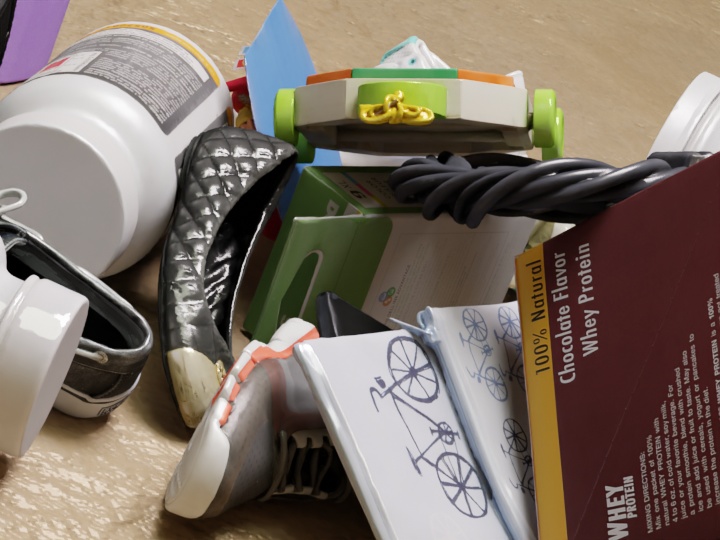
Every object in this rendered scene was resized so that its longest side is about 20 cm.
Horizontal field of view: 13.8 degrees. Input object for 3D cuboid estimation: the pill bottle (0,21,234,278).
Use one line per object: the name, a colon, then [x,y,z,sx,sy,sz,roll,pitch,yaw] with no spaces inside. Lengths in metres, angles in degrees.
pill bottle: [-0.146,-0.061,1.635,0.116,0.116,0.200,24,21,5]

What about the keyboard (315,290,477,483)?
keyboard: [0.047,0.093,1.525,0.200,0.040,0.104,32,27,-32]

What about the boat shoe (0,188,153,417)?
boat shoe: [-0.191,-0.004,1.470,0.199,0.068,0.074,38,53,4]

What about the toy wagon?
toy wagon: [0.031,-0.086,1.642,0.155,0.040,0.200,0,-6,7]

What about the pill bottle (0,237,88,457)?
pill bottle: [-0.233,0.011,1.387,0.200,0.111,0.111,23,21,2]

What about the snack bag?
snack bag: [0.065,0.102,1.466,0.200,0.021,0.189,-4,64,-48]

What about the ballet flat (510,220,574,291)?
ballet flat: [0.089,-0.021,1.840,0.200,0.069,0.069,6,27,-35]

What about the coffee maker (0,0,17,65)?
coffee maker: [-0.307,-0.119,1.595,0.200,0.135,0.192,22,23,1]

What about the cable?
cable: [0.096,-0.037,1.561,0.163,0.051,0.200,-4,5,-34]

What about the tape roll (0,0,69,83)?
tape roll: [-0.283,-0.192,1.887,0.200,0.066,0.200,18,22,-8]

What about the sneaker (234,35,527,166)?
sneaker: [0.015,-0.106,1.890,0.200,0.089,0.075,8,11,19]

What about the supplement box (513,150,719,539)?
supplement box: [0.196,0.060,1.442,0.133,0.200,0.197,20,54,-38]

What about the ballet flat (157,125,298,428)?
ballet flat: [-0.072,-0.002,1.561,0.057,0.066,0.200,-2,49,10]

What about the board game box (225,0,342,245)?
board game box: [-0.052,-0.067,1.759,0.039,0.158,0.200,-13,18,12]

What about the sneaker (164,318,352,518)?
sneaker: [-0.032,0.081,1.476,0.082,0.077,0.200,32,23,6]

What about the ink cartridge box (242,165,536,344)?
ink cartridge box: [0.000,0.000,1.651,0.200,0.104,0.059,-3,32,-47]

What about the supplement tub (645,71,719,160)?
supplement tub: [0.287,-0.032,1.951,0.200,0.145,0.145,28,22,13]
